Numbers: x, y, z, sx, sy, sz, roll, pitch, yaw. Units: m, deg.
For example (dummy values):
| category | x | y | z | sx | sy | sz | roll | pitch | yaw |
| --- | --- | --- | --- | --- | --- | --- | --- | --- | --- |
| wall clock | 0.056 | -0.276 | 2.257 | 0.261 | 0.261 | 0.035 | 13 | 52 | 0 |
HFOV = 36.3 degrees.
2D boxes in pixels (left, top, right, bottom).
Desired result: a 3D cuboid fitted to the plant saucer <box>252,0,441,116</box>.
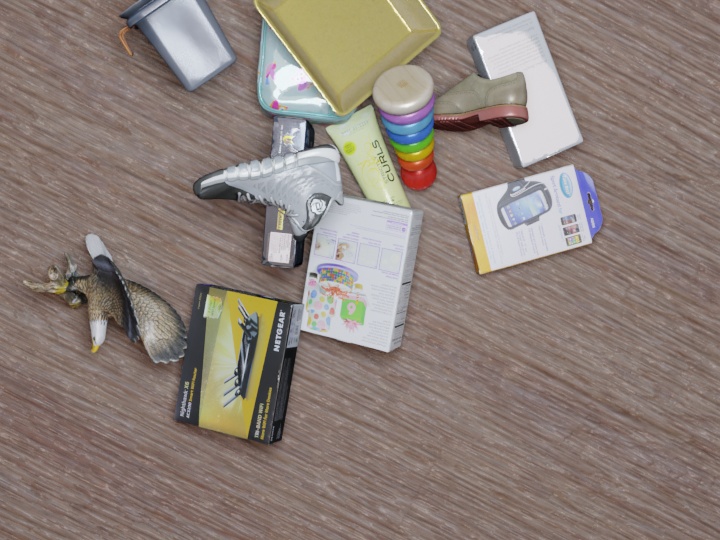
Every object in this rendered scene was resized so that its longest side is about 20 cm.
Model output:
| category | x | y | z | sx | sy | sz | roll | pitch | yaw |
| --- | --- | --- | --- | --- | --- | --- | --- | --- | --- |
| plant saucer | -0.020 | -0.346 | 1.514 | 0.199 | 0.048 | 0.201 | -41 | 100 | -11 |

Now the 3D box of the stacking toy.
| category | x | y | z | sx | sy | sz | roll | pitch | yaw |
| --- | --- | --- | --- | --- | --- | --- | --- | --- | --- |
| stacking toy | 0.074 | -0.187 | 1.539 | 0.084 | 0.201 | 0.086 | -7 | 51 | 9 |

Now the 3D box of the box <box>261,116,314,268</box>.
| category | x | y | z | sx | sy | sz | roll | pitch | yaw |
| --- | --- | --- | --- | --- | --- | --- | --- | --- | --- |
| box | -0.100 | -0.107 | 1.541 | 0.050 | 0.158 | 0.204 | 6 | 92 | 0 |

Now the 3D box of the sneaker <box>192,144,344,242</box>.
| category | x | y | z | sx | sy | sz | roll | pitch | yaw |
| --- | --- | --- | --- | --- | --- | --- | --- | --- | --- |
| sneaker | -0.113 | -0.088 | 1.428 | 0.196 | 0.075 | 0.118 | -13 | 94 | 1 |

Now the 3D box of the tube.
| category | x | y | z | sx | sy | sz | roll | pitch | yaw |
| --- | --- | --- | --- | --- | --- | --- | --- | --- | --- |
| tube | 0.024 | -0.134 | 1.602 | 0.058 | 0.052 | 0.203 | -23 | 87 | -39 |

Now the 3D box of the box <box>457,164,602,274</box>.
| category | x | y | z | sx | sy | sz | roll | pitch | yaw |
| --- | --- | --- | --- | --- | --- | --- | --- | --- | --- |
| box | 0.252 | -0.078 | 1.617 | 0.197 | 0.041 | 0.121 | -15 | 93 | -4 |

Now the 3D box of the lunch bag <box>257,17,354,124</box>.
| category | x | y | z | sx | sy | sz | roll | pitch | yaw |
| --- | --- | --- | --- | --- | --- | --- | --- | --- | --- |
| lunch bag | -0.064 | -0.314 | 1.571 | 0.157 | 0.077 | 0.204 | 7 | 90 | -1 |

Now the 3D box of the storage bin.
| category | x | y | z | sx | sy | sz | roll | pitch | yaw |
| --- | --- | --- | --- | --- | --- | --- | --- | --- | --- |
| storage bin | -0.246 | -0.321 | 1.515 | 0.144 | 0.200 | 0.135 | -34 | 103 | 0 |

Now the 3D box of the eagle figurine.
| category | x | y | z | sx | sy | sz | roll | pitch | yaw |
| --- | --- | --- | --- | --- | --- | --- | --- | --- | --- |
| eagle figurine | -0.343 | 0.046 | 1.540 | 0.197 | 0.152 | 0.153 | 10 | 118 | 24 |

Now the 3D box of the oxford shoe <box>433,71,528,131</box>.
| category | x | y | z | sx | sy | sz | roll | pitch | yaw |
| --- | --- | --- | --- | --- | --- | --- | --- | --- | --- |
| oxford shoe | 0.151 | -0.240 | 1.558 | 0.197 | 0.070 | 0.076 | 1 | 85 | 34 |

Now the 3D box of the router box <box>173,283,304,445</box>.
| category | x | y | z | sx | sy | sz | roll | pitch | yaw |
| --- | --- | --- | --- | --- | --- | --- | --- | --- | --- |
| router box | -0.174 | 0.132 | 1.577 | 0.155 | 0.052 | 0.204 | 10 | 92 | 19 |

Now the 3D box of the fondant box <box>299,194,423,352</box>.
| category | x | y | z | sx | sy | sz | roll | pitch | yaw |
| --- | --- | --- | --- | --- | --- | --- | --- | --- | --- |
| fondant box | 0.000 | 0.000 | 1.569 | 0.142 | 0.058 | 0.204 | 13 | 98 | 19 |

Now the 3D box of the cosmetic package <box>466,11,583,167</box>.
| category | x | y | z | sx | sy | sz | roll | pitch | yaw |
| --- | --- | --- | --- | --- | --- | --- | --- | --- | --- |
| cosmetic package | 0.237 | -0.260 | 1.591 | 0.100 | 0.074 | 0.203 | -21 | 95 | -1 |
